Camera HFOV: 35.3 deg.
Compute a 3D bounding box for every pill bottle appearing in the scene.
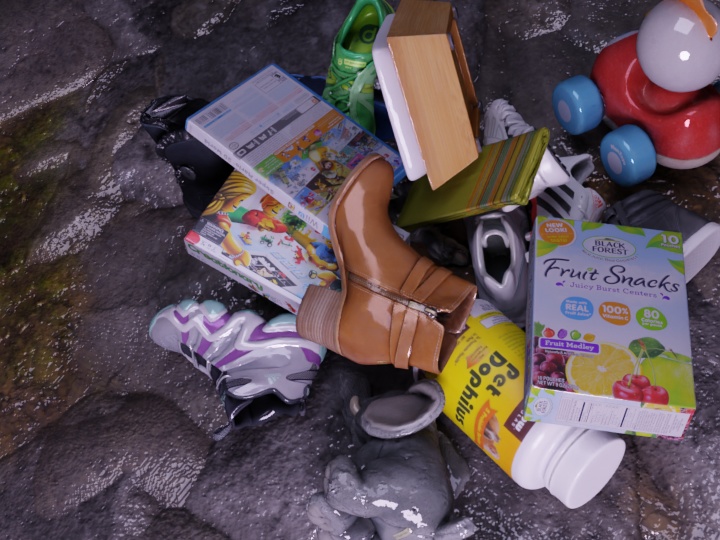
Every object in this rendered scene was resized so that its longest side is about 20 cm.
[{"bbox_3d":[0.147,0.124,1.050,0.109,0.110,0.200,-39,56,-14],"label":"pill bottle"}]

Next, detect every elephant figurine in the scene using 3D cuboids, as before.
[{"bbox_3d":[0.037,0.163,1.050,0.153,0.142,0.201,26,47,0],"label":"elephant figurine"}]

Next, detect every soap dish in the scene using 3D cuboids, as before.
[{"bbox_3d":[0.075,-0.193,1.179,0.080,0.160,0.201,-14,21,12],"label":"soap dish"}]

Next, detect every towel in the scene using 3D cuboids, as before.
[{"bbox_3d":[0.110,-0.087,1.143,0.199,0.018,0.087,-12,47,55],"label":"towel"}]

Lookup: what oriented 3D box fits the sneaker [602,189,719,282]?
[{"bbox_3d":[0.262,-0.006,1.139,0.199,0.071,0.099,-35,53,-18],"label":"sneaker"}]

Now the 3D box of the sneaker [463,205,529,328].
[{"bbox_3d":[0.145,-0.039,1.184,0.069,0.081,0.203,-12,52,8],"label":"sneaker"}]

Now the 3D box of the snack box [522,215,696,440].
[{"bbox_3d":[0.219,0.046,1.011,0.139,0.053,0.202,8,49,3],"label":"snack box"}]

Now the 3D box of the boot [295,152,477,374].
[{"bbox_3d":[0.037,-0.007,1.057,0.153,0.077,0.203,12,69,27],"label":"boot"}]

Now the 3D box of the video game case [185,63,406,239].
[{"bbox_3d":[-0.063,-0.129,1.176,0.199,0.018,0.143,37,50,16],"label":"video game case"}]

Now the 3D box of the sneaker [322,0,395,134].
[{"bbox_3d":[-0.013,-0.212,1.251,0.073,0.084,0.204,10,84,15],"label":"sneaker"}]

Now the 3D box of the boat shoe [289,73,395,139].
[{"bbox_3d":[-0.022,-0.211,1.345,0.197,0.085,0.069,15,57,21],"label":"boat shoe"}]

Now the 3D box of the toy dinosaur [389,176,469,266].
[{"bbox_3d":[0.050,-0.076,1.257,0.198,0.048,0.089,28,73,33],"label":"toy dinosaur"}]

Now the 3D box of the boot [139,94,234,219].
[{"bbox_3d":[-0.144,-0.104,1.248,0.198,0.169,0.077,24,65,27],"label":"boot"}]

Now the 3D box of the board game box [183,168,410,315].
[{"bbox_3d":[-0.064,-0.028,1.152,0.198,0.035,0.127,28,67,12],"label":"board game box"}]

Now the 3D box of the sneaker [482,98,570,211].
[{"bbox_3d":[0.153,-0.122,1.192,0.081,0.075,0.201,-40,19,10],"label":"sneaker"}]

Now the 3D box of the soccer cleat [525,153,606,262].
[{"bbox_3d":[0.216,-0.042,1.172,0.084,0.069,0.203,-15,48,19],"label":"soccer cleat"}]

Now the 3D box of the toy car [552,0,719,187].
[{"bbox_3d":[0.319,-0.226,1.174,0.182,0.202,0.178,-24,52,-16],"label":"toy car"}]

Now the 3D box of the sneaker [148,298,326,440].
[{"bbox_3d":[-0.141,0.108,1.157,0.196,0.078,0.142,3,56,17],"label":"sneaker"}]
